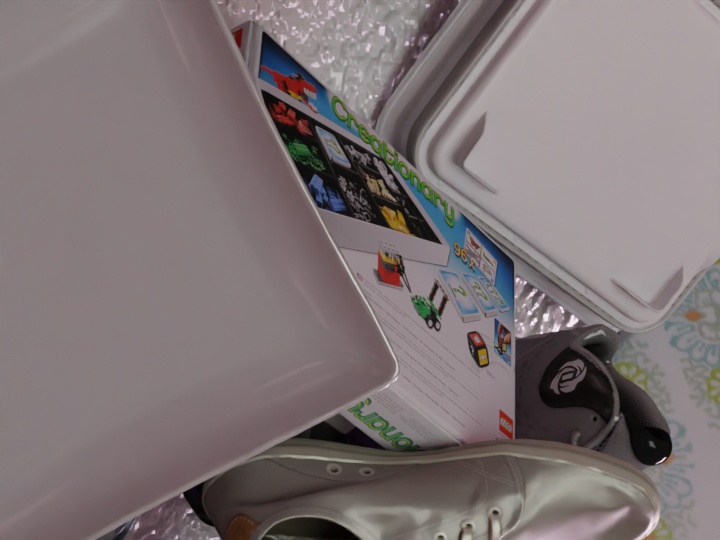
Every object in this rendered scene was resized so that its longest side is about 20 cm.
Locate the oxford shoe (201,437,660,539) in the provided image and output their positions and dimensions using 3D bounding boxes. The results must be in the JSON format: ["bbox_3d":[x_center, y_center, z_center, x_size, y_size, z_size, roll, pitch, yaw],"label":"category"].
[{"bbox_3d":[0.032,0.110,0.923,0.198,0.058,0.076,2,133,-11],"label":"oxford shoe"}]

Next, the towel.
[{"bbox_3d":[0.194,0.090,1.118,0.200,0.171,0.048,-50,176,-25],"label":"towel"}]

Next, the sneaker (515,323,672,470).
[{"bbox_3d":[0.088,0.111,0.996,0.075,0.115,0.201,30,55,-40],"label":"sneaker"}]

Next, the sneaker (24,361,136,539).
[{"bbox_3d":[-0.133,0.110,0.879,0.074,0.081,0.202,-8,110,-39],"label":"sneaker"}]

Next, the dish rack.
[{"bbox_3d":[0.122,-0.067,1.025,0.200,0.044,0.172,34,96,-33],"label":"dish rack"}]

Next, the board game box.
[{"bbox_3d":[0.000,0.000,0.936,0.200,0.034,0.127,41,39,-38],"label":"board game box"}]

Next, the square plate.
[{"bbox_3d":[-0.114,-0.003,0.810,0.197,0.028,0.201,-27,100,-2],"label":"square plate"}]

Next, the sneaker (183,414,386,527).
[{"bbox_3d":[-0.056,0.069,0.943,0.200,0.076,0.088,33,91,-41],"label":"sneaker"}]
